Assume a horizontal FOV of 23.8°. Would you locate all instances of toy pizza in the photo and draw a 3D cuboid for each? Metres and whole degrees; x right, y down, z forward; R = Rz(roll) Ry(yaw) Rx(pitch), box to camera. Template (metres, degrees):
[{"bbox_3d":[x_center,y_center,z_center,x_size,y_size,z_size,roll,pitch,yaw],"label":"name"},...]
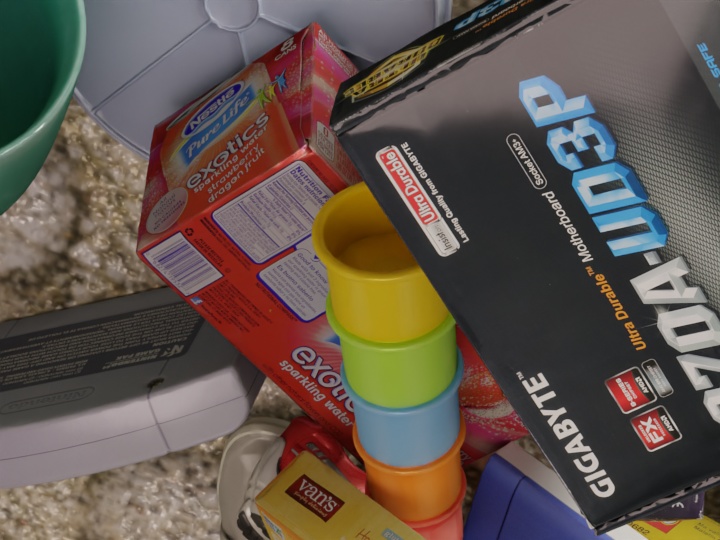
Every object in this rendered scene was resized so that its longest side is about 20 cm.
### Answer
[{"bbox_3d":[-0.056,-0.128,0.785,0.198,0.032,0.202,5,124,7],"label":"toy pizza"}]

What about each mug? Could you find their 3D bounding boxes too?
[{"bbox_3d":[-0.197,-0.097,0.755,0.152,0.186,0.114,37,149,-3],"label":"mug"}]

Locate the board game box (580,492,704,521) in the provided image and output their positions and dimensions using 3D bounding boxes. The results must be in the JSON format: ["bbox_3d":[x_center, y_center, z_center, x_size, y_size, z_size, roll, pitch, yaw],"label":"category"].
[{"bbox_3d":[0.120,-0.022,0.734,0.056,0.166,0.202,1,120,7],"label":"board game box"}]

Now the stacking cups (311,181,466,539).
[{"bbox_3d":[0.015,0.055,0.736,0.060,0.061,0.201,4,134,8],"label":"stacking cups"}]

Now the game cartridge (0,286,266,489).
[{"bbox_3d":[-0.136,0.056,0.847,0.198,0.133,0.042,-12,117,17],"label":"game cartridge"}]

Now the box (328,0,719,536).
[{"bbox_3d":[0.107,-0.017,0.617,0.158,0.046,0.201,-26,113,18],"label":"box"}]

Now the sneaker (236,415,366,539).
[{"bbox_3d":[0.031,0.141,0.901,0.199,0.085,0.077,34,162,-26],"label":"sneaker"}]

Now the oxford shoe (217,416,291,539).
[{"bbox_3d":[-0.045,0.173,0.941,0.074,0.058,0.202,7,118,12],"label":"oxford shoe"}]

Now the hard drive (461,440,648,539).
[{"bbox_3d":[0.124,0.186,0.779,0.199,0.025,0.133,35,129,27],"label":"hard drive"}]

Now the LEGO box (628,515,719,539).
[{"bbox_3d":[0.175,0.213,0.818,0.199,0.077,0.150,27,125,32],"label":"LEGO box"}]

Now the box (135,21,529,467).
[{"bbox_3d":[0.000,0.000,0.787,0.099,0.096,0.200,-29,125,24],"label":"box"}]

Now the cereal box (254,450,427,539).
[{"bbox_3d":[0.031,0.185,0.793,0.143,0.039,0.201,31,152,35],"label":"cereal box"}]
